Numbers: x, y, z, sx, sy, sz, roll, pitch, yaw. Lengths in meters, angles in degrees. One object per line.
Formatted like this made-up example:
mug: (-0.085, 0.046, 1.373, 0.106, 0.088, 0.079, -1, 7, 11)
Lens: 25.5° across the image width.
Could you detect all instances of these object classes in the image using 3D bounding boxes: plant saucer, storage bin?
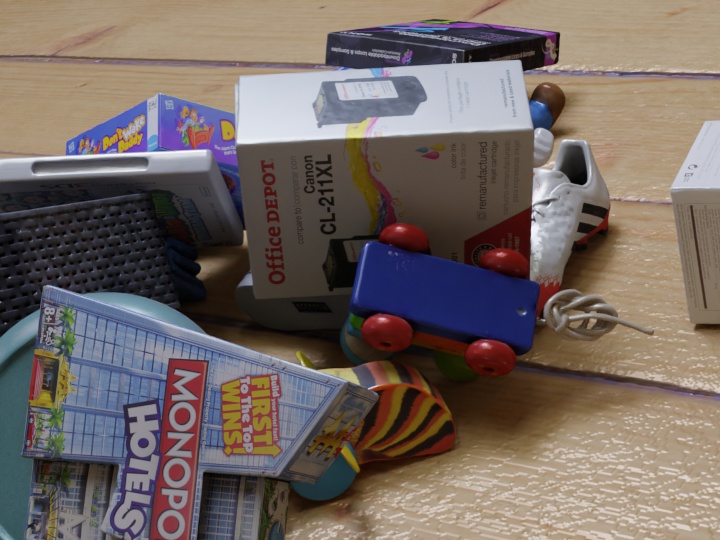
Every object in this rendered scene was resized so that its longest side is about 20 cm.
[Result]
plant saucer: (-0.169, 0.110, 0.996, 0.200, 0.200, 0.027, -11, -12, 8)
storage bin: (-0.241, 0.011, 1.147, 0.135, 0.094, 0.200, -15, -1, 30)

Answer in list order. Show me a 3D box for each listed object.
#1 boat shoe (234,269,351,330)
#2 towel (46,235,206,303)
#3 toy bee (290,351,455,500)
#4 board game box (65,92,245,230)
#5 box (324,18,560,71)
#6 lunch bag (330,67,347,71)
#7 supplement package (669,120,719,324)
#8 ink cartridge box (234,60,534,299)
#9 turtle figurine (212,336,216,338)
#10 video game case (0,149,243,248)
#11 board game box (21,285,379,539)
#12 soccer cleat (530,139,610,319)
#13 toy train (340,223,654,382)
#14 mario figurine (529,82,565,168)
boat shoe: (0.001, 0.003, 1.223, 0.202, 0.075, 0.086, 0, 46, 40)
towel: (-0.236, 0.007, 1.314, 0.200, 0.049, 0.112, -7, -12, 11)
toy bee: (-0.040, 0.096, 1.031, 0.200, 0.109, 0.131, -27, 30, -24)
board game box: (-0.119, -0.082, 1.294, 0.200, 0.045, 0.134, 12, -20, -41)
box: (0.079, -0.205, 1.471, 0.143, 0.036, 0.200, 11, 19, 29)
lunch bag: (-0.011, -0.130, 1.491, 0.161, 0.083, 0.200, 6, 32, 41)
supplement package: (0.329, -0.034, 1.090, 0.200, 0.114, 0.110, 1, 31, 26)
ink cartridge box: (0.016, -0.061, 1.110, 0.200, 0.146, 0.083, -4, 43, 0)
turtle figurine: (-0.171, 0.089, 1.124, 0.150, 0.101, 0.200, -1, 10, -6)
video game case: (-0.195, -0.051, 1.266, 0.182, 0.024, 0.200, -3, -15, 2)
board game box: (-0.096, 0.114, 0.925, 0.200, 0.200, 0.062, 1, -10, 19)
soccer cleat: (0.135, -0.030, 1.211, 0.069, 0.085, 0.200, 5, 32, 33)
toy train: (0.086, 0.044, 1.087, 0.200, 0.116, 0.085, 14, 64, -6)
mario figurine: (0.113, -0.134, 1.396, 0.123, 0.106, 0.200, -23, 13, 34)
